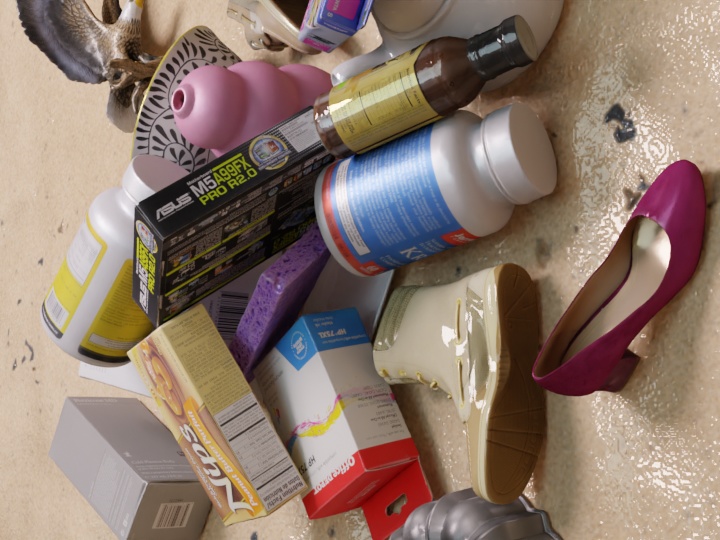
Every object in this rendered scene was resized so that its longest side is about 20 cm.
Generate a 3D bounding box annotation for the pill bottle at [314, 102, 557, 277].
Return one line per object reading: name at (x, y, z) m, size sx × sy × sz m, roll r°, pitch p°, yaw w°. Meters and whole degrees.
pill bottle at (0.066, -0.074, 1.131) m, size 0.198 × 0.112 × 0.114 m, roll -20°, pitch 70°, yaw 33°

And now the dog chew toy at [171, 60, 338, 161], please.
dog chew toy at (-0.098, -0.149, 1.266) m, size 0.124 × 0.198 × 0.126 m, roll -7°, pitch 80°, yaw 46°

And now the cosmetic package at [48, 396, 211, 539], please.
cosmetic package at (-0.262, 0.224, 1.467) m, size 0.200 × 0.106 × 0.091 m, roll 37°, pitch 112°, yaw 42°

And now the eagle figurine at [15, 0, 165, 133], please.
eagle figurine at (-0.305, -0.284, 1.561) m, size 0.199 × 0.152 × 0.151 m, roll 36°, pitch 75°, yaw 27°

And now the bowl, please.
bowl at (-0.157, -0.150, 1.379) m, size 0.093 × 0.201 × 0.203 m, roll 21°, pitch 103°, yaw 11°

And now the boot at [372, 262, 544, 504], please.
boot at (0.081, 0.102, 1.130) m, size 0.154 × 0.072 × 0.203 m, roll -11°, pitch 75°, yaw 46°

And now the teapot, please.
teapot at (0.076, -0.259, 1.131) m, size 0.196 × 0.145 × 0.203 m, roll -7°, pitch 79°, yaw 46°

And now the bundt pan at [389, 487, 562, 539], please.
bundt pan at (0.087, 0.285, 1.097) m, size 0.201 × 0.075 × 0.205 m, roll -7°, pitch 80°, yaw 47°

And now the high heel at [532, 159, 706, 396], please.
high heel at (0.201, 0.007, 0.993) m, size 0.067 × 0.095 × 0.202 m, roll 28°, pitch 105°, yaw 45°

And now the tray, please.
tray at (0.000, 0.000, 1.270) m, size 0.107 × 0.022 × 0.202 m, roll 32°, pitch 108°, yaw 46°

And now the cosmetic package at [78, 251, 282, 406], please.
cosmetic package at (-0.198, 0.035, 1.408) m, size 0.199 × 0.122 × 0.202 m, roll 9°, pitch 91°, yaw 46°

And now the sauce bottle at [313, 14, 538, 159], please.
sauce bottle at (0.054, -0.156, 1.085) m, size 0.198 × 0.064 × 0.066 m, roll -20°, pitch 69°, yaw 27°

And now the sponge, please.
sponge at (-0.084, 0.040, 1.255) m, size 0.030 × 0.112 × 0.201 m, roll 36°, pitch 137°, yaw 7°

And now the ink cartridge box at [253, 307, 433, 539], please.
ink cartridge box at (-0.019, 0.152, 1.213) m, size 0.116 × 0.067 × 0.202 m, roll -48°, pitch 58°, yaw 46°

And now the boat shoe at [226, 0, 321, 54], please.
boat shoe at (-0.090, -0.264, 1.373) m, size 0.200 × 0.071 × 0.066 m, roll 45°, pitch 123°, yaw 47°

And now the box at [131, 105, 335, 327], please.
box at (-0.116, -0.048, 1.182) m, size 0.044 × 0.199 × 0.161 m, roll 49°, pitch 154°, yaw 17°

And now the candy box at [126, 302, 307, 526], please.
candy box at (-0.140, 0.142, 1.234) m, size 0.201 × 0.055 × 0.115 m, roll 59°, pitch 151°, yaw 0°

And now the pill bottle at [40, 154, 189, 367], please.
pill bottle at (-0.233, -0.010, 1.282) m, size 0.201 × 0.111 × 0.112 m, roll -57°, pitch 48°, yaw 24°

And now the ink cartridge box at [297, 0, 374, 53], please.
ink cartridge box at (-0.009, -0.258, 1.105) m, size 0.200 × 0.042 × 0.121 m, roll -157°, pitch 86°, yaw -78°
